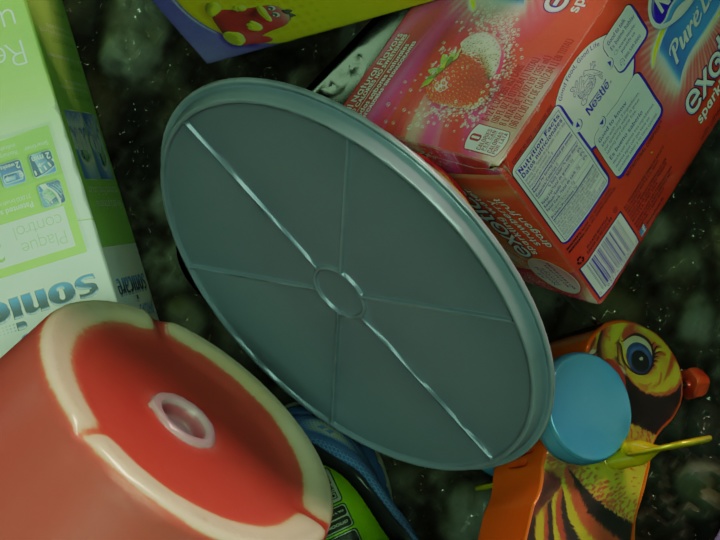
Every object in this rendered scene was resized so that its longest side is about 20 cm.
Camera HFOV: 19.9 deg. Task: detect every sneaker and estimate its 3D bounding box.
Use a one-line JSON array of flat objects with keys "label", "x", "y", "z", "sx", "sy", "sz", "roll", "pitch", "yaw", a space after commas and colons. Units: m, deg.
[{"label": "sneaker", "x": 0.006, "y": 0.154, "z": 0.907, "sx": 0.078, "sy": 0.089, "sz": 0.200, "roll": -32, "pitch": 89, "yaw": 6}]

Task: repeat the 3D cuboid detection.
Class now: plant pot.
[{"label": "plant pot", "x": -0.117, "y": 0.122, "z": 0.840, "sx": 0.200, "sy": 0.200, "sz": 0.177, "roll": 39, "pitch": 110, "yaw": 2}]

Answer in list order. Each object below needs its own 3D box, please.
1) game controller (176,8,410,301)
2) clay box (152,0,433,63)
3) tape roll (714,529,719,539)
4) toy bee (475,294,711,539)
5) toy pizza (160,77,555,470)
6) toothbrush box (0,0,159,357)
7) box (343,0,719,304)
[{"label": "game controller", "x": 0.013, "y": -0.045, "z": 0.923, "sx": 0.104, "sy": 0.042, "sz": 0.200, "roll": 44, "pitch": 95, "yaw": 1}, {"label": "clay box", "x": -0.006, "y": -0.154, "z": 0.801, "sx": 0.200, "sy": 0.115, "sz": 0.048, "roll": -11, "pitch": 49, "yaw": 31}, {"label": "tape roll", "x": 0.244, "y": 0.139, "z": 0.845, "sx": 0.199, "sy": 0.066, "sz": 0.200, "roll": -7, "pitch": 132, "yaw": -7}, {"label": "toy bee", "x": 0.107, "y": 0.063, "z": 0.886, "sx": 0.108, "sy": 0.131, "sz": 0.201, "roll": 16, "pitch": 91, "yaw": -30}, {"label": "toy pizza", "x": 0.000, "y": 0.000, "z": 0.840, "sx": 0.200, "sy": 0.200, "sz": 0.032, "roll": 43, "pitch": 58, "yaw": 2}, {"label": "toothbrush box", "x": -0.192, "y": -0.046, "z": 0.916, "sx": 0.145, "sy": 0.086, "sz": 0.201, "roll": -16, "pitch": 92, "yaw": 5}, {"label": "box", "x": 0.094, "y": -0.101, "z": 0.842, "sx": 0.095, "sy": 0.100, "sz": 0.200, "roll": 19, "pitch": 69, "yaw": 43}]
